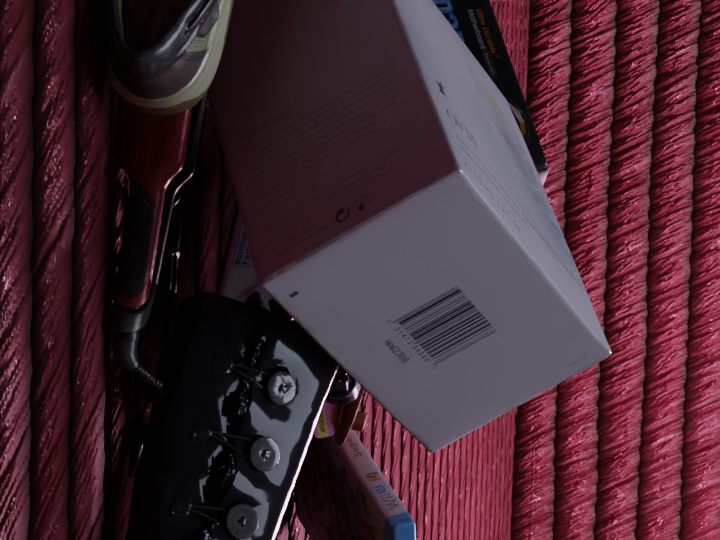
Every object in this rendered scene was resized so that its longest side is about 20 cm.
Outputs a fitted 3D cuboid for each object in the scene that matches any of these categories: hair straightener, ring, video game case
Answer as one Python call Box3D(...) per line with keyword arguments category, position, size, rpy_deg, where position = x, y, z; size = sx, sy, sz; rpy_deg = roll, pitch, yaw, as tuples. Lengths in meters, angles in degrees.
Box3D(category="hair straightener", position=(-0.098, -0.032, 1.184), size=(0.077, 0.041, 0.201), rpy_deg=(28, 65, -80))
Box3D(category="ring", position=(0.016, 0.017, 1.494), size=(0.200, 0.019, 0.201), rpy_deg=(-165, -90, -87))
Box3D(category="video game case", position=(-0.006, 0.169, 1.570), size=(0.200, 0.018, 0.144), rpy_deg=(-127, -152, -51))

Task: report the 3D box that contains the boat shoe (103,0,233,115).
Box3D(category="boat shoe", position=(-0.084, -0.178, 1.125), size=(0.066, 0.071, 0.202), rpy_deg=(96, 4, -74))

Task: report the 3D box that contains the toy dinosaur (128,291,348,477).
Box3D(category="toy dinosaur", position=(-0.068, 0.079, 1.282), size=(0.102, 0.077, 0.200), rpy_deg=(-52, -178, 41))

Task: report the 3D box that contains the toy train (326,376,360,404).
Box3D(category="toy train", position=(0.000, 0.000, 1.412), size=(0.046, 0.034, 0.201), rpy_deg=(83, 14, -48))

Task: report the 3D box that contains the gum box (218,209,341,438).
Box3D(category="gum box", position=(-0.039, 0.001, 1.475), size=(0.114, 0.066, 0.201), rpy_deg=(81, 15, -46))

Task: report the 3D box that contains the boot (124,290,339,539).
Box3D(category="boot", position=(-0.048, 0.129, 1.194), size=(0.165, 0.065, 0.201), rpy_deg=(30, 62, -35))

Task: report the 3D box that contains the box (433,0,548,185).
Box3D(category="box", position=(0.058, -0.121, 1.464), size=(0.159, 0.046, 0.201), rpy_deg=(101, -29, -71))

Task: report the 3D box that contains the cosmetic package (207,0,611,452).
Box3D(category="cosmetic package", position=(0.020, -0.047, 1.241), size=(0.199, 0.123, 0.201), rpy_deg=(46, 18, -49))
